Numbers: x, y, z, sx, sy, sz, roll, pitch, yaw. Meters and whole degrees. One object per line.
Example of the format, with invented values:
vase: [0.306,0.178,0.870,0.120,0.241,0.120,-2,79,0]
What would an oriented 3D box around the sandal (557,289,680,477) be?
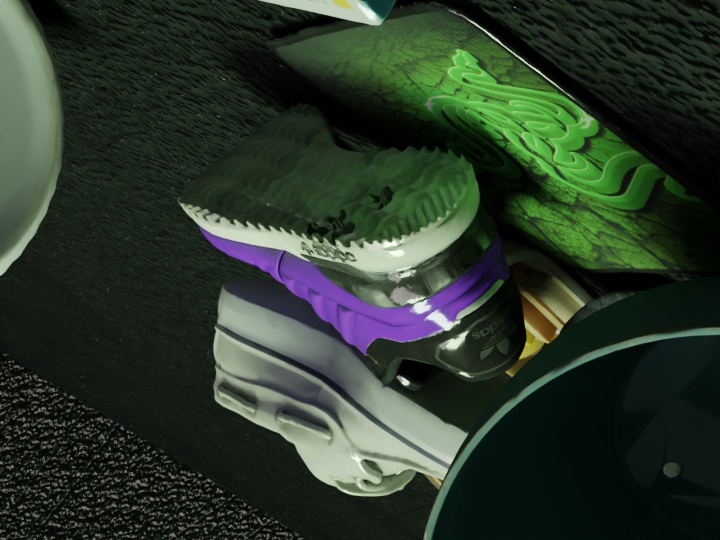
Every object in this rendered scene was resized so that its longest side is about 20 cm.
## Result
sandal: [0.103,0.090,1.022,0.043,0.201,0.076,-11,-142,-29]

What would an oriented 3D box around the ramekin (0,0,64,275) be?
ramekin: [-0.222,-0.067,1.126,0.202,0.203,0.094,39,157,-33]

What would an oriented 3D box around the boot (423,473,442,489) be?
boot: [0.115,0.105,1.271,0.199,0.074,0.075,27,168,-29]

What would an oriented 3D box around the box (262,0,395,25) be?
box: [-0.064,-0.127,0.745,0.082,0.049,0.199,40,167,-38]

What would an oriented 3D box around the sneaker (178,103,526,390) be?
sneaker: [0.000,0.000,0.992,0.100,0.069,0.200,58,164,-25]

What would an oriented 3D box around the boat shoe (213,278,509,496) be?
boat shoe: [0.001,0.061,1.054,0.072,0.066,0.199,-1,-162,-43]

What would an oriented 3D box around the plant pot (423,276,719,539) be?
plant pot: [0.128,0.083,0.858,0.199,0.201,0.135,33,-155,-3]

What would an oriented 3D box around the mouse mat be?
mouse mat: [0.055,-0.043,0.909,0.160,0.008,0.200,35,169,-16]

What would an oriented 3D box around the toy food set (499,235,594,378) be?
toy food set: [0.053,0.033,1.118,0.143,0.061,0.200,22,166,45]
